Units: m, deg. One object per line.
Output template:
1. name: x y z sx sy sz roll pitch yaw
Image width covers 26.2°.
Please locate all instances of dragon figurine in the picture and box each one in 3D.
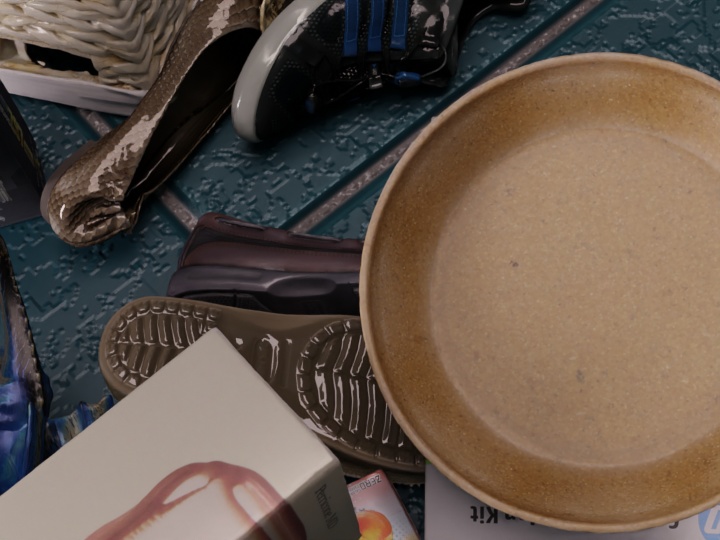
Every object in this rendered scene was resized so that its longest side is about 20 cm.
1. dragon figurine: -0.158 0.081 0.742 0.099 0.059 0.200 23 105 33

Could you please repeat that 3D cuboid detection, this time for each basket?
1. basket: -0.152 -0.208 0.888 0.136 0.123 0.200 13 66 12

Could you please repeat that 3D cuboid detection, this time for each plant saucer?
1. plant saucer: 0.101 0.009 0.656 0.200 0.035 0.200 -1 82 10

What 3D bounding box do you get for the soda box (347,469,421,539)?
1. soda box: -0.063 0.171 0.720 0.200 0.068 0.064 -24 64 -7

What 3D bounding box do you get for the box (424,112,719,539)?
1. box: 0.107 0.031 0.691 0.156 0.041 0.200 1 84 11

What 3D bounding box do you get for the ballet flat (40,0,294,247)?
1. ballet flat: -0.095 -0.090 0.854 0.046 0.067 0.200 32 74 33

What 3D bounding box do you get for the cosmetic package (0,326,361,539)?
1. cosmetic package: -0.104 0.131 0.648 0.200 0.103 0.087 -40 64 -13

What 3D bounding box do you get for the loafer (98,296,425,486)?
1. loafer: -0.032 0.061 0.777 0.200 0.068 0.076 15 67 -6

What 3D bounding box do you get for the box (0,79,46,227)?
1. box: -0.275 -0.050 0.797 0.200 0.158 0.051 -15 71 -3

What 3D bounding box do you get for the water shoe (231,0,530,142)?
1. water shoe: 0.016 -0.132 0.866 0.200 0.072 0.079 -42 70 -15

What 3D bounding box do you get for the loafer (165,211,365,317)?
1. loafer: 0.000 0.000 0.804 0.200 0.072 0.063 3 59 9
